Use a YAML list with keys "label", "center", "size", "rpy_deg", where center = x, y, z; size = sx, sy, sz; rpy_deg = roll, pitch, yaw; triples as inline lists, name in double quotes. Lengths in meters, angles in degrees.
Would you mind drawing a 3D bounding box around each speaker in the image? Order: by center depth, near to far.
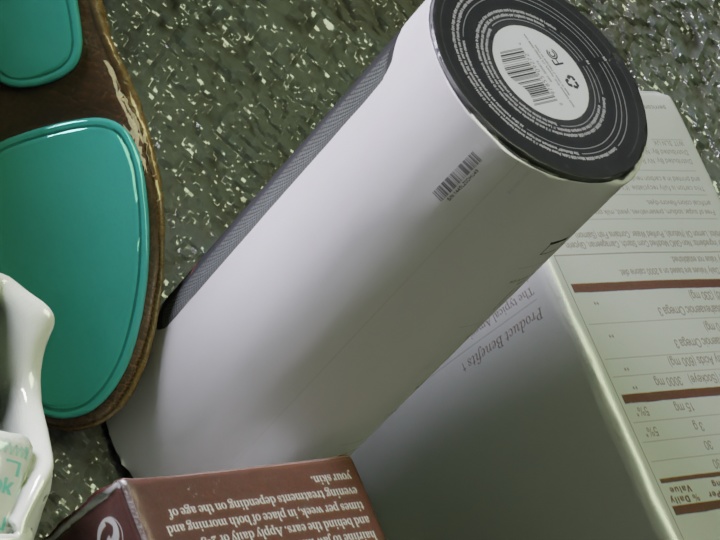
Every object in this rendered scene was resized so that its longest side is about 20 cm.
- label: "speaker"
  center: [0.000, 0.000, 0.919]
  size: [0.081, 0.200, 0.082]
  rpy_deg: [23, 43, -23]

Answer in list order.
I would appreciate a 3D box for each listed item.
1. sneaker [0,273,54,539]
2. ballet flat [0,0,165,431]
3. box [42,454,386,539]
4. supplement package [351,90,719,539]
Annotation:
- label: "sneaker"
  center: [-0.126, 0.084, 0.826]
  size: [0.070, 0.080, 0.201]
  rpy_deg: [24, 47, -31]
- label: "ballet flat"
  center: [-0.102, -0.050, 0.957]
  size: [0.072, 0.067, 0.201]
  rpy_deg: [-17, 94, -87]
- label: "box"
  center: [-0.019, 0.161, 0.876]
  size: [0.100, 0.075, 0.201]
  rpy_deg: [-2, 60, -45]
- label: "supplement package"
  center: [0.074, 0.051, 1.016]
  size: [0.117, 0.117, 0.201]
  rpy_deg: [-1, 62, -47]
